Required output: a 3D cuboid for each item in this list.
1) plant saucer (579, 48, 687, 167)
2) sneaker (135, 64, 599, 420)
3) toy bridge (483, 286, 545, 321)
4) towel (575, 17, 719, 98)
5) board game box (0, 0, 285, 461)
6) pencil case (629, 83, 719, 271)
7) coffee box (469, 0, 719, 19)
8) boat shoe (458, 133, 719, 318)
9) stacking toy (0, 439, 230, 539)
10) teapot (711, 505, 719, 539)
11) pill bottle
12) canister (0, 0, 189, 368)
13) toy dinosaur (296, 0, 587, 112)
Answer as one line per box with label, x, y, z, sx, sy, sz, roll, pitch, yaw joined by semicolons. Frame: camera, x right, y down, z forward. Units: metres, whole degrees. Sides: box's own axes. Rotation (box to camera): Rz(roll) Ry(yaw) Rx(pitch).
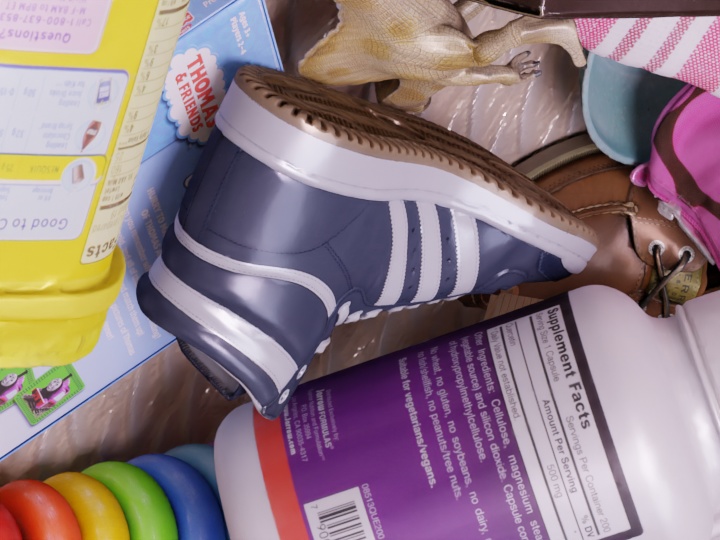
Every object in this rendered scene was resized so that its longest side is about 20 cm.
plant saucer;0.159;-0.127;1.136;0.199;0.036;0.201;-29;149;-19
sneaker;0.000;0.000;1.027;0.199;0.070;0.109;16;106;-50
toy bridge;0.033;0.099;1.134;0.027;0.067;0.201;41;62;-57
towel;0.185;-0.093;1.026;0.199;0.030;0.146;19;144;-18
board game box;-0.110;-0.010;0.998;0.199;0.037;0.152;-34;146;-12
pencil case;0.189;0.009;1.117;0.093;0.201;0.091;-32;152;6
coffee box;0.080;-0.184;0.888;0.113;0.080;0.201;-7;109;-43
boat shoe;0.124;-0.016;1.207;0.199;0.068;0.072;-17;143;-31
stacking toy;-0.098;0.109;1.104;0.199;0.085;0.086;-2;130;-45
teapot;0.123;0.130;1.191;0.197;0.146;0.200;27;103;-42
pill bottle;0.053;0.075;1.055;0.199;0.113;0.113;-19;147;5
canister;-0.119;-0.078;0.836;0.148;0.087;0.201;1;120;-36
toy dinosaur;0.022;-0.087;0.982;0.101;0.059;0.200;-16;161;10
